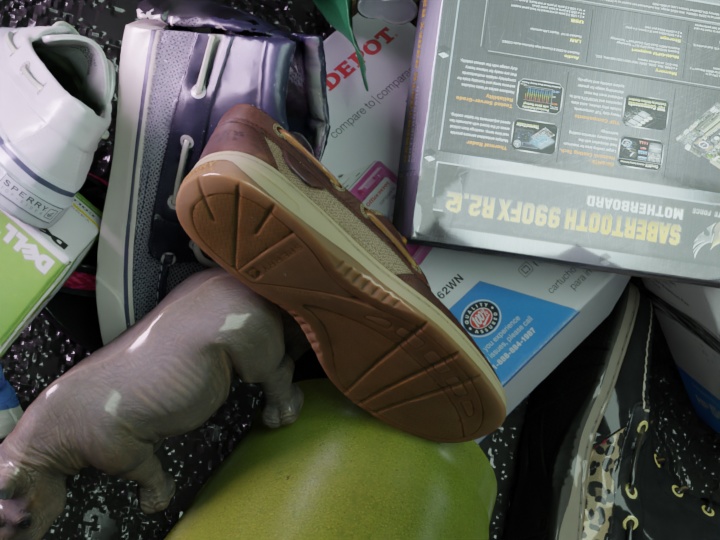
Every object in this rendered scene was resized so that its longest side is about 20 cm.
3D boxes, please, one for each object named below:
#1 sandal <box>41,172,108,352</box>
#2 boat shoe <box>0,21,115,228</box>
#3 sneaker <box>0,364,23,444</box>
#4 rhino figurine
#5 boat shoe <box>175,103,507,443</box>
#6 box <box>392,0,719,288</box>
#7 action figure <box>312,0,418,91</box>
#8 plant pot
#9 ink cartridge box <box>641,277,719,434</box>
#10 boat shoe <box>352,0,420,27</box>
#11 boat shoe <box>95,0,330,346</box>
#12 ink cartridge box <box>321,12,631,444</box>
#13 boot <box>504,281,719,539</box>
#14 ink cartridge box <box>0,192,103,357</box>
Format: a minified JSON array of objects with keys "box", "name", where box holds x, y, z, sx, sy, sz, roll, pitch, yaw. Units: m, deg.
[{"box":[-0.152,-0.022,1.220,0.200,0.045,0.075,38,64,-14],"name":"sandal"},{"box":[-0.144,-0.083,1.157,0.073,0.200,0.067,36,103,-24],"name":"boat shoe"},{"box":[-0.259,0.062,1.137,0.199,0.078,0.090,-10,75,-37],"name":"sneaker"},{"box":[-0.112,0.070,1.139,0.200,0.060,0.088,-35,139,-4],"name":"rhino figurine"},{"box":[0.000,0.000,1.125,0.200,0.072,0.072,41,43,-23],"name":"boat shoe"},{"box":[0.124,-0.078,1.191,0.199,0.048,0.159,7,89,-10],"name":"box"},{"box":[-0.017,-0.189,1.265,0.054,0.200,0.119,-8,120,-13],"name":"action figure"},{"box":[-0.020,0.165,1.175,0.200,0.200,0.193,33,53,-16],"name":"plant pot"},{"box":[0.233,-0.011,1.320,0.146,0.084,0.200,-34,128,-9],"name":"ink cartridge box"},{"box":[0.067,-0.162,1.356,0.199,0.072,0.068,-4,74,-34],"name":"boat shoe"},{"box":[-0.069,-0.030,1.165,0.075,0.092,0.201,-23,120,-59],"name":"boat shoe"},{"box":[0.026,-0.022,1.252,0.200,0.085,0.144,41,60,13],"name":"ink cartridge box"},{"box":[0.165,0.120,1.331,0.150,0.073,0.201,22,69,-21],"name":"boot"},{"box":[-0.206,-0.023,1.097,0.148,0.200,0.076,40,101,-5],"name":"ink cartridge box"}]
